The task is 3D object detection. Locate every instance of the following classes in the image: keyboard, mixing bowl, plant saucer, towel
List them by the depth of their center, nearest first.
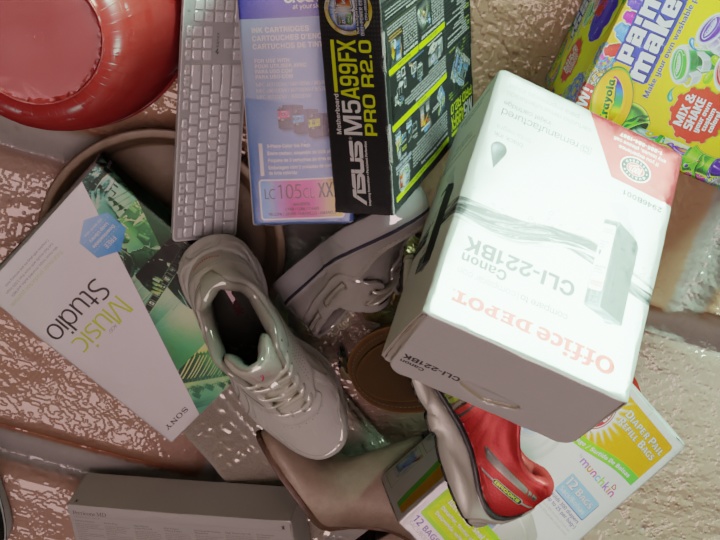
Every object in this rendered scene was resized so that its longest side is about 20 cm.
[{"bbox_3d":[-0.222,-0.181,0.949,0.198,0.109,0.202,0,113,0],"label":"mixing bowl"},{"bbox_3d":[-0.112,-0.121,0.993,0.056,0.011,0.202,-4,107,-31],"label":"keyboard"},{"bbox_3d":[-0.158,-0.021,1.063,0.198,0.030,0.201,0,115,0],"label":"plant saucer"},{"bbox_3d":[-0.063,0.142,1.135,0.132,0.035,0.200,-33,109,12],"label":"towel"}]

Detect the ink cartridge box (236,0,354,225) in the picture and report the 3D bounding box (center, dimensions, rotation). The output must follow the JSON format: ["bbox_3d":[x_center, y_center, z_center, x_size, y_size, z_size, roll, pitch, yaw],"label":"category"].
[{"bbox_3d":[-0.043,-0.145,0.942,0.076,0.137,0.201,-4,107,1],"label":"ink cartridge box"}]

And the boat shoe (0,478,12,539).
[{"bbox_3d":[-0.350,0.171,1.125,0.073,0.068,0.201,-5,114,1],"label":"boat shoe"}]

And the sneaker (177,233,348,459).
[{"bbox_3d":[-0.074,0.073,0.997,0.078,0.099,0.201,-33,109,6],"label":"sneaker"}]

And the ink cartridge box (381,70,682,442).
[{"bbox_3d":[0.116,-0.009,0.879,0.144,0.201,0.084,24,151,-7],"label":"ink cartridge box"}]

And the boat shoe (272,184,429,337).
[{"bbox_3d":[0.000,0.000,0.982,0.066,0.072,0.200,56,142,1],"label":"boat shoe"}]

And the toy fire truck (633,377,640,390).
[{"bbox_3d":[0.163,0.078,1.099,0.199,0.049,0.141,-31,109,14],"label":"toy fire truck"}]

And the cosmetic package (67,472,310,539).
[{"bbox_3d":[-0.144,0.224,1.137,0.198,0.051,0.083,2,121,13],"label":"cosmetic package"}]

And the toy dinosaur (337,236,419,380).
[{"bbox_3d":[0.032,0.065,1.088,0.100,0.058,0.201,-12,114,3],"label":"toy dinosaur"}]

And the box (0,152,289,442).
[{"bbox_3d":[-0.176,0.025,1.048,0.200,0.036,0.144,41,106,-18],"label":"box"}]

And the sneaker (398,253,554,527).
[{"bbox_3d":[0.082,0.077,0.929,0.084,0.077,0.201,-19,96,6],"label":"sneaker"}]

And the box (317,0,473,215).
[{"bbox_3d":[0.030,-0.148,0.914,0.044,0.200,0.161,5,117,19],"label":"box"}]

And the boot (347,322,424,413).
[{"bbox_3d":[0.093,0.031,1.031,0.199,0.155,0.074,-28,98,37],"label":"boot"}]

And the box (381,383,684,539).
[{"bbox_3d":[0.129,0.147,1.021,0.200,0.101,0.113,-41,102,1],"label":"box"}]

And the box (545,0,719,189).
[{"bbox_3d":[0.265,-0.175,0.949,0.191,0.122,0.201,20,112,-8],"label":"box"}]

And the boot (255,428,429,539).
[{"bbox_3d":[0.028,0.168,1.094,0.146,0.070,0.200,-34,113,11],"label":"boot"}]
